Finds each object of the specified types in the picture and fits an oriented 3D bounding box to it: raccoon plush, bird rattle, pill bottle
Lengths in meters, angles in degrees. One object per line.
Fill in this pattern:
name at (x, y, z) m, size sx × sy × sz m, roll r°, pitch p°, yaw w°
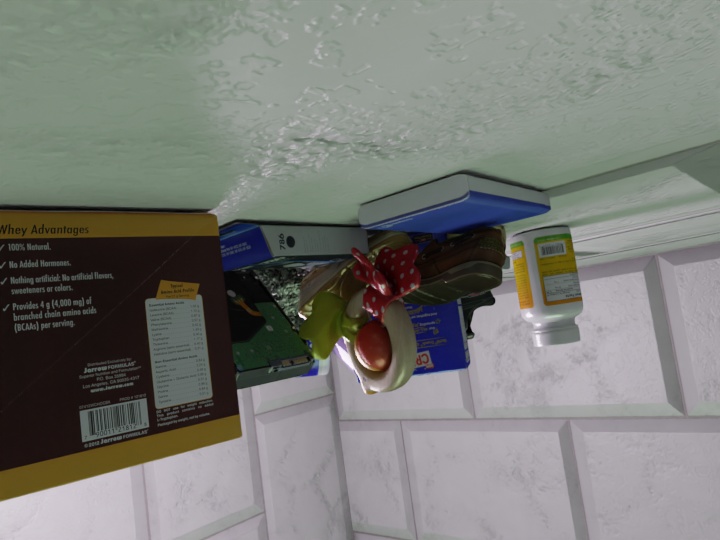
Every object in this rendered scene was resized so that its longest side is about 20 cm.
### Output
raccoon plush at (-0.117, 0.053, 0.902) m, size 0.095 × 0.137 × 0.200 m, roll -5°, pitch 174°, yaw -16°
bird rattle at (0.023, 0.066, 0.714) m, size 0.111 × 0.165 × 0.199 m, roll -9°, pitch 160°, yaw -43°
pill bottle at (0.340, 0.031, 1.032) m, size 0.109 × 0.204 × 0.111 m, roll -8°, pitch 175°, yaw -1°

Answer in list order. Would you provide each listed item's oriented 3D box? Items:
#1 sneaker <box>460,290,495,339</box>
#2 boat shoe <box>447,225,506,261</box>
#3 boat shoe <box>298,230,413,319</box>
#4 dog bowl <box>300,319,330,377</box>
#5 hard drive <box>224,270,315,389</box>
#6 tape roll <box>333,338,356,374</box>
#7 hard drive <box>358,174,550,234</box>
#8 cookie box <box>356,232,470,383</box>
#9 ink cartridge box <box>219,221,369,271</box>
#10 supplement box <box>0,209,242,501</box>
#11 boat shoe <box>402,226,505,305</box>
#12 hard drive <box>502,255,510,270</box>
sneaker at (0.136, 0.093, 0.906) m, size 0.201 × 0.084 × 0.077 m, roll -50°, pitch 174°, yaw 23°
boat shoe at (0.183, -0.030, 0.853) m, size 0.071 × 0.073 × 0.199 m, roll -11°, pitch 174°, yaw 22°
boat shoe at (-0.016, -0.008, 0.788) m, size 0.199 × 0.070 × 0.073 m, roll -35°, pitch 138°, yaw 24°
dog bowl at (-0.112, 0.107, 1.125) m, size 0.077 × 0.204 × 0.200 m, roll -5°, pitch 174°, yaw -11°
hard drive at (-0.163, 0.064, 0.752) m, size 0.139 × 0.200 × 0.038 m, roll -2°, pitch 132°, yaw -52°
tape roll at (0.035, 0.098, 1.072) m, size 0.200 × 0.065 × 0.201 m, roll -43°, pitch 159°, yaw -20°
hard drive at (0.109, -0.066, 0.625) m, size 0.130 × 0.026 × 0.198 m, roll -13°, pitch 173°, yaw 39°
cookie box at (0.065, 0.053, 0.851) m, size 0.168 × 0.204 × 0.075 m, roll -10°, pitch 174°, yaw 18°
ink cartridge box at (-0.089, -0.026, 0.672) m, size 0.098 × 0.040 × 0.198 m, roll -13°, pitch 172°, yaw 43°
supplement box at (-0.229, 0.062, 0.496) m, size 0.195 × 0.204 × 0.132 m, roll -4°, pitch 173°, yaw -40°
boat shoe at (0.108, -0.003, 0.738) m, size 0.071 × 0.069 × 0.198 m, roll 23°, pitch 157°, yaw -33°
hard drive at (0.153, -0.014, 1.025) m, size 0.130 × 0.027 × 0.199 m, roll 6°, pitch 175°, yaw -27°
